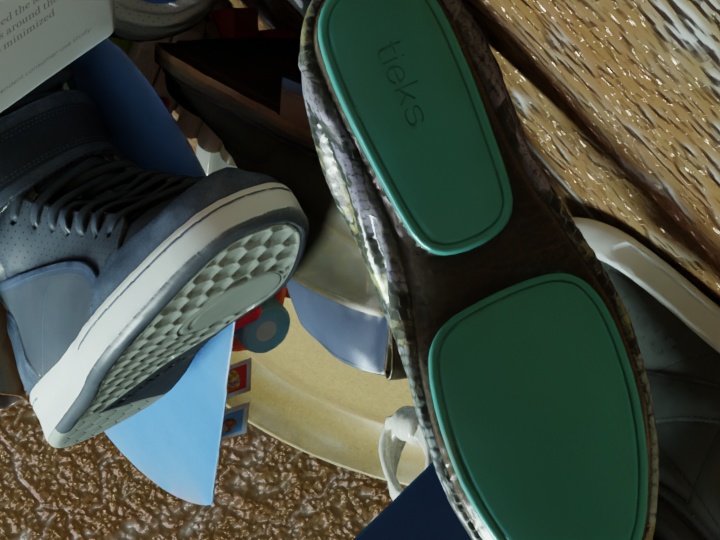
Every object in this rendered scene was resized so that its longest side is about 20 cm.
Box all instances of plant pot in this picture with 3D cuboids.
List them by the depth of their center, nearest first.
[{"bbox_3d":[0.010,0.037,1.270,0.199,0.028,0.200,15,152,8],"label":"plant pot"}]

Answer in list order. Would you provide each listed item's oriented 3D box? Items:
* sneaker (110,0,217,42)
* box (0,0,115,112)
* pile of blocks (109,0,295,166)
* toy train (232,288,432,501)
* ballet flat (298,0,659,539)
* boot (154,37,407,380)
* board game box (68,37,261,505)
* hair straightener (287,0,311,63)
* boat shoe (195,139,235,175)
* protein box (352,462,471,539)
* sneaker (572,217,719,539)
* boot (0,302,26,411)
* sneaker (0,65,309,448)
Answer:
[{"bbox_3d":[-0.121,-0.169,1.045,0.200,0.081,0.146,53,165,-19],"label":"sneaker"},{"bbox_3d":[-0.170,-0.131,0.910,0.106,0.152,0.200,38,150,25],"label":"box"},{"bbox_3d":[-0.058,-0.097,1.194,0.200,0.082,0.062,37,131,13],"label":"pile of blocks"},{"bbox_3d":[0.000,0.000,1.101,0.055,0.151,0.200,-5,-153,-33],"label":"toy train"},{"bbox_3d":[0.037,0.004,0.864,0.072,0.072,0.201,97,153,-83],"label":"ballet flat"},{"bbox_3d":[-0.025,-0.028,1.014,0.200,0.074,0.098,-154,62,-63],"label":"boot"},{"bbox_3d":[-0.079,-0.012,1.106,0.158,0.039,0.201,49,147,32],"label":"board game box"},{"bbox_3d":[-0.070,-0.144,0.938,0.200,0.041,0.077,52,175,7],"label":"hair straightener"},{"bbox_3d":[-0.033,-0.032,1.324,0.093,0.074,0.200,57,178,43],"label":"boat shoe"},{"bbox_3d":[0.077,0.147,1.063,0.135,0.198,0.200,45,175,20],"label":"protein box"},{"bbox_3d":[0.082,0.056,0.905,0.071,0.099,0.200,49,176,-37],"label":"sneaker"},{"bbox_3d":[-0.183,-0.049,1.149,0.188,0.068,0.201,70,-164,-76],"label":"boot"},{"bbox_3d":[-0.097,-0.032,0.997,0.147,0.077,0.202,64,150,7],"label":"sneaker"}]
